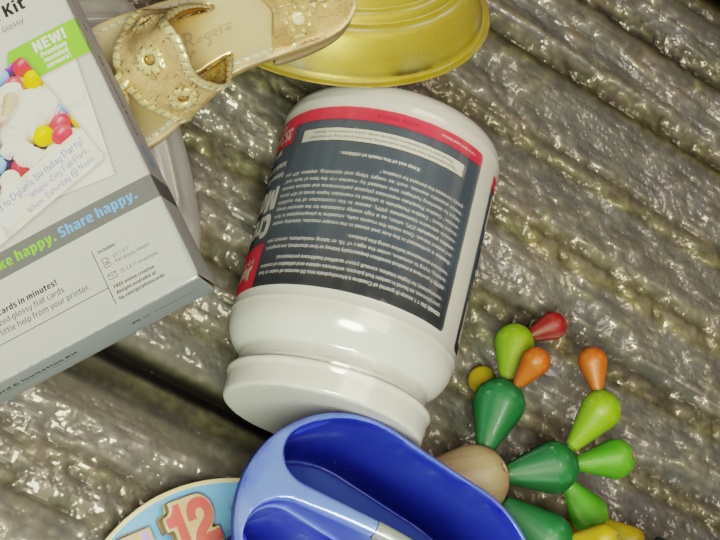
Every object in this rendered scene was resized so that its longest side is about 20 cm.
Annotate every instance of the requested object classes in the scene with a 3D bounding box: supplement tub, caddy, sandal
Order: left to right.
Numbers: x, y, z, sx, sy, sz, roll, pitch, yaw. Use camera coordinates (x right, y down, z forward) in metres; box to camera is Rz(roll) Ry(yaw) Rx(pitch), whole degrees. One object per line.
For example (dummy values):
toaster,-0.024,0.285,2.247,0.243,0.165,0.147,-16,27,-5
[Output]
sandal,-0.096,-0.126,0.945,0.212,0.070,0.078,-27,84,-13
supplement tub,0.000,0.000,1.050,0.140,0.140,0.200,24,67,-23
caddy,0.009,0.171,0.968,0.200,0.105,0.141,34,56,-12

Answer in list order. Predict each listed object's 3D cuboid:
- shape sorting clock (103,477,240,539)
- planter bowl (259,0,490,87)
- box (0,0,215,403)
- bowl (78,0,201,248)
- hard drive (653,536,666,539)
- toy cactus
shape sorting clock,-0.072,0.219,0.994,0.200,0.039,0.200,7,68,-16
planter bowl,-0.011,-0.204,1.063,0.200,0.084,0.200,6,40,-5
box,-0.189,-0.044,0.900,0.156,0.041,0.200,-27,76,3
bowl,-0.190,-0.072,0.999,0.200,0.075,0.200,-12,84,-30
hard drive,0.135,0.274,1.050,0.200,0.033,0.140,-33,126,-30
toy cactus,0.100,0.129,1.108,0.165,0.102,0.200,-7,78,-26
